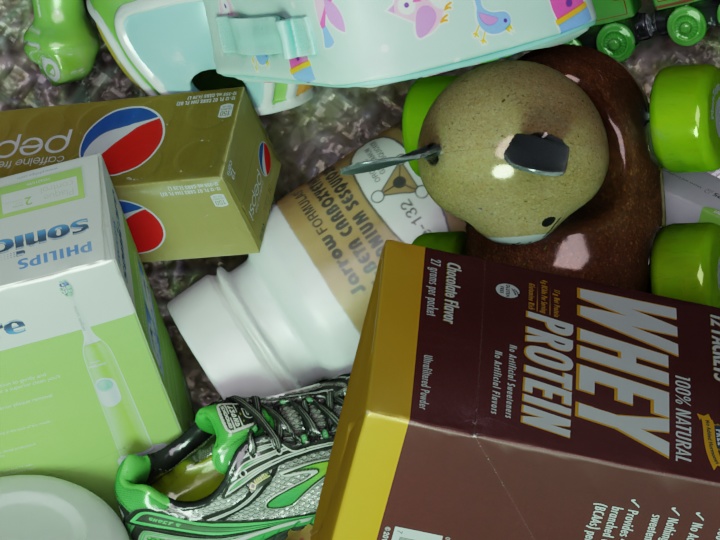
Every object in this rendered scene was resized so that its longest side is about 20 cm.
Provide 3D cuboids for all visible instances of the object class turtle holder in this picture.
[{"bbox_3d":[-0.094,-0.148,1.589,0.185,0.141,0.132,-13,104,-7],"label":"turtle holder"}]

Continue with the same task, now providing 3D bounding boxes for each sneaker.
[{"bbox_3d":[-0.036,0.097,1.530,0.200,0.085,0.078,-29,47,2],"label":"sneaker"}]

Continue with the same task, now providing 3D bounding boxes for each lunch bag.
[{"bbox_3d":[0.012,-0.138,1.443,0.160,0.200,0.077,-12,99,-25],"label":"lunch bag"}]

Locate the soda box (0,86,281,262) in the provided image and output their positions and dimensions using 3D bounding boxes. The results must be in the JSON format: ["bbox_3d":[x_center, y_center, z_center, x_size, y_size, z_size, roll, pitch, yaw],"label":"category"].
[{"bbox_3d":[-0.150,-0.046,1.582,0.199,0.064,0.068,-5,49,20],"label":"soda box"}]

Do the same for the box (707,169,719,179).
[{"bbox_3d":[0.292,-0.039,1.585,0.200,0.123,0.199,-32,89,1],"label":"box"}]

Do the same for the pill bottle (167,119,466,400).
[{"bbox_3d":[0.000,0.000,1.593,0.200,0.114,0.115,-33,88,0],"label":"pill bottle"}]

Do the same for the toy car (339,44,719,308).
[{"bbox_3d":[0.078,-0.038,1.415,0.164,0.200,0.159,-2,87,22],"label":"toy car"}]

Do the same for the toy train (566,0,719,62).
[{"bbox_3d":[0.187,-0.156,1.604,0.199,0.042,0.057,-12,103,18],"label":"toy train"}]

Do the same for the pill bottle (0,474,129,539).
[{"bbox_3d":[-0.181,0.216,1.558,0.112,0.113,0.201,6,125,1],"label":"pill bottle"}]

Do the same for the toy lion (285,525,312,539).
[{"bbox_3d":[-0.023,0.149,1.622,0.191,0.069,0.200,30,89,9],"label":"toy lion"}]

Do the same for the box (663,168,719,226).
[{"bbox_3d":[0.219,0.050,1.512,0.200,0.041,0.156,28,126,27],"label":"box"}]

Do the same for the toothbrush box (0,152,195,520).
[{"bbox_3d":[-0.178,0.050,1.551,0.145,0.200,0.086,-15,47,3],"label":"toothbrush box"}]

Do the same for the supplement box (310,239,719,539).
[{"bbox_3d":[0.085,0.118,1.390,0.199,0.133,0.198,12,126,-4],"label":"supplement box"}]
